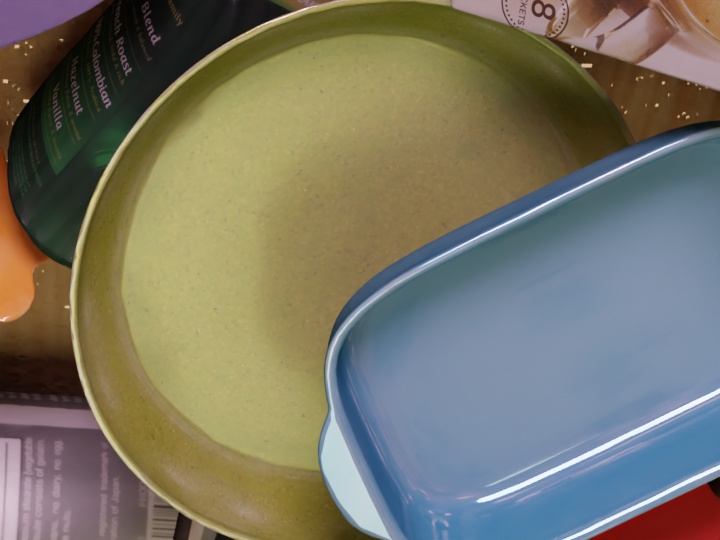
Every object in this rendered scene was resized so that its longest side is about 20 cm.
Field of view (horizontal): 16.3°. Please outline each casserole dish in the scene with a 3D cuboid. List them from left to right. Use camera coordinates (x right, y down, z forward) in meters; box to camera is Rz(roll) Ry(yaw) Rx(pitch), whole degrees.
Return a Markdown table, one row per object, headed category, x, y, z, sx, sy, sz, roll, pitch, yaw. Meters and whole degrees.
| category | x | y | z | sx | sy | sz | roll | pitch | yaw |
| --- | --- | --- | --- | --- | --- | --- | --- | --- | --- |
| casserole dish | 0.076 | 0.022 | 0.829 | 0.200 | 0.039 | 0.121 | -25 | 117 | -2 |

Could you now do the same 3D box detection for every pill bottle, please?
| category | x | y | z | sx | sy | sz | roll | pitch | yaw |
| --- | --- | --- | --- | --- | --- | --- | --- | --- | --- |
| pill bottle | -0.152 | 0.107 | 1.042 | 0.199 | 0.114 | 0.114 | 4 | 137 | -11 |

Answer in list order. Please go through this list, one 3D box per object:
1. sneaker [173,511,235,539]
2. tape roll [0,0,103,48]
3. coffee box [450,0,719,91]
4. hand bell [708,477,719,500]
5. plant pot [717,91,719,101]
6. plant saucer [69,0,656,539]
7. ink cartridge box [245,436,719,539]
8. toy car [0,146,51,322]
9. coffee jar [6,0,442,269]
| category | x | y | z | sx | sy | sz | roll | pitch | yaw |
| --- | --- | --- | --- | --- | --- | --- | --- | --- | --- |
| sneaker | 0.001 | 0.086 | 0.963 | 0.115 | 0.200 | 0.075 | 6 | 129 | 12 |
| tape roll | -0.137 | -0.156 | 0.743 | 0.199 | 0.085 | 0.200 | -16 | 148 | -11 |
| coffee box | 0.138 | -0.113 | 0.755 | 0.199 | 0.080 | 0.113 | 19 | 124 | 18 |
| hand bell | 0.156 | 0.064 | 0.949 | 0.104 | 0.104 | 0.200 | 12 | 129 | -19 |
| plant pot | 0.214 | -0.095 | 0.851 | 0.199 | 0.027 | 0.201 | -4 | 104 | -16 |
| plant saucer | 0.000 | 0.000 | 0.838 | 0.199 | 0.031 | 0.201 | -6 | 115 | -13 |
| ink cartridge box | 0.046 | 0.072 | 0.907 | 0.161 | 0.200 | 0.050 | -26 | 154 | -20 |
| toy car | -0.199 | 0.013 | 0.902 | 0.199 | 0.177 | 0.185 | -14 | 148 | -5 |
| coffee jar | -0.037 | -0.080 | 0.874 | 0.104 | 0.085 | 0.200 | 18 | 132 | -26 |
